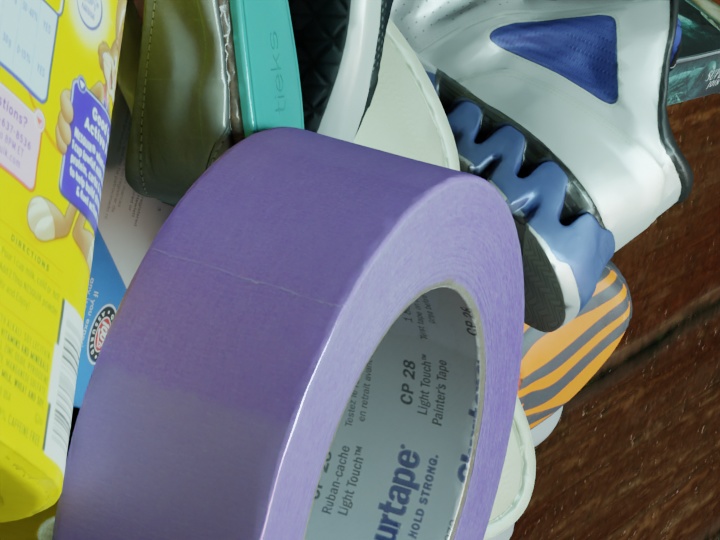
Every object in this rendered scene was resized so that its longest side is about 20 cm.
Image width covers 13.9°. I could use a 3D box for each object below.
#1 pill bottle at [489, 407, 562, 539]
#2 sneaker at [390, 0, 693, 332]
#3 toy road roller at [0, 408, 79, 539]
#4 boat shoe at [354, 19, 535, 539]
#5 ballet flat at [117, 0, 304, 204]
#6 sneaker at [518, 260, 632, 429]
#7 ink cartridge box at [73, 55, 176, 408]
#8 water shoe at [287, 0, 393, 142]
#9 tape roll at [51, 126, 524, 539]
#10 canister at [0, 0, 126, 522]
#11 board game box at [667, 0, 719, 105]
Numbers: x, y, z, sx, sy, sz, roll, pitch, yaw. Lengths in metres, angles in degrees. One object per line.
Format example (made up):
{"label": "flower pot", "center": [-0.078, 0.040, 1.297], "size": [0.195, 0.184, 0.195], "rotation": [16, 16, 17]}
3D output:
{"label": "pill bottle", "center": [0.037, 0.013, 1.243], "size": [0.111, 0.111, 0.201], "rotation": [-26, 127, -59]}
{"label": "sneaker", "center": [0.054, -0.078, 1.101], "size": [0.115, 0.200, 0.081], "rotation": [-32, 159, -22]}
{"label": "toy road roller", "center": [-0.093, 0.147, 1.024], "size": [0.200, 0.122, 0.147], "rotation": [-35, 134, -56]}
{"label": "boat shoe", "center": [0.002, -0.001, 1.047], "size": [0.074, 0.066, 0.200], "rotation": [-30, 104, -28]}
{"label": "ballet flat", "center": [-0.053, -0.118, 0.915], "size": [0.067, 0.063, 0.201], "rotation": [-8, 99, -63]}
{"label": "sneaker", "center": [0.028, 0.068, 1.139], "size": [0.199, 0.112, 0.078], "rotation": [-33, 112, -1]}
{"label": "ink cartridge box", "center": [-0.076, -0.007, 1.040], "size": [0.200, 0.067, 0.117], "rotation": [21, 83, -66]}
{"label": "water shoe", "center": [-0.002, -0.116, 0.971], "size": [0.079, 0.071, 0.201], "rotation": [-3, 105, -53]}
{"label": "tape roll", "center": [-0.017, 0.061, 0.897], "size": [0.200, 0.065, 0.201], "rotation": [-51, 149, -46]}
{"label": "canister", "center": [-0.126, -0.046, 0.808], "size": [0.149, 0.086, 0.201], "rotation": [44, 45, -53]}
{"label": "board game box", "center": [0.083, -0.115, 1.242], "size": [0.028, 0.135, 0.200], "rotation": [-61, 161, 21]}
